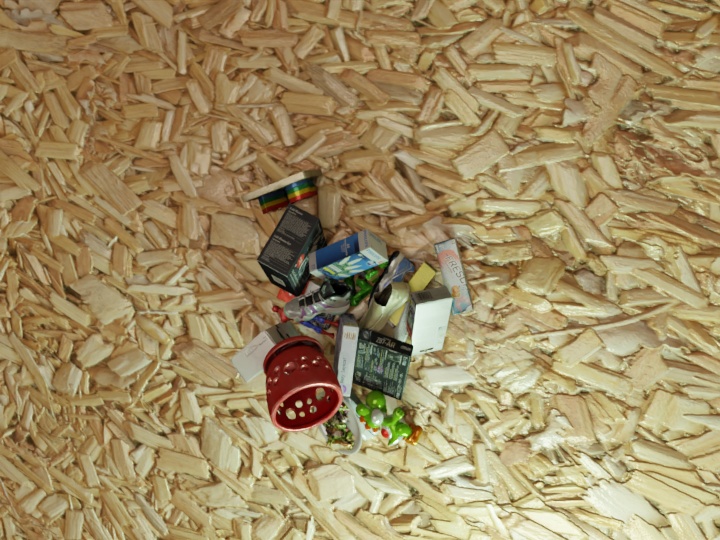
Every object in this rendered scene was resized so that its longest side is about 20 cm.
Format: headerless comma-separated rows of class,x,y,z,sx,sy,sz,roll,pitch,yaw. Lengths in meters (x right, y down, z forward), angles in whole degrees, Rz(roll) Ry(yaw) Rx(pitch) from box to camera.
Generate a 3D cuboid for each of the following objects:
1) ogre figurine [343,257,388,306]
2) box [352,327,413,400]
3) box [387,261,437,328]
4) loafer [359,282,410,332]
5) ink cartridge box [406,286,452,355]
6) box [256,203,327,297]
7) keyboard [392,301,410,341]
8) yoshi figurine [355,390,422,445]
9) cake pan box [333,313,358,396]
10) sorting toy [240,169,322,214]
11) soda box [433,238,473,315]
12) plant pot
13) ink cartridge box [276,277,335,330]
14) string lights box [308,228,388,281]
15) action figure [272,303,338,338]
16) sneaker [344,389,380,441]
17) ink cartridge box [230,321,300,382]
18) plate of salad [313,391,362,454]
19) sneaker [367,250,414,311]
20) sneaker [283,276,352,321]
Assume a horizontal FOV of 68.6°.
ogre figurine,0.000,0.000,1.520,0.096,0.203,0.122,-18,59,-25
box,0.060,0.270,1.502,0.155,0.044,0.204,17,132,12
box,0.142,0.069,1.512,0.050,0.075,0.202,38,102,8
loafer,0.055,0.099,1.468,0.067,0.077,0.201,26,116,-32
ink cartridge box,0.186,0.143,1.467,0.105,0.051,0.205,-9,132,-14
box,-0.186,-0.051,1.488,0.102,0.201,0.186,25,74,10
keyboard,0.121,0.173,1.508,0.011,0.055,0.205,47,126,45
yoshi figurine,0.084,0.415,1.521,0.196,0.113,0.114,29,115,-5
cake pan box,-0.047,0.238,1.508,0.050,0.184,0.208,7,94,-4
sorting toy,-0.212,-0.220,1.515,0.194,0.199,0.072,-19,98,13
soda box,0.263,0.015,1.481,0.062,0.068,0.207,-15,89,16
plant pot,-0.163,0.290,1.395,0.199,0.200,0.185,-39,48,12
ink cartridge box,-0.160,0.083,1.594,0.196,0.050,0.112,27,99,9
string lights box,-0.034,-0.036,1.425,0.195,0.102,0.061,-21,60,27
action figure,-0.166,0.135,1.548,0.194,0.099,0.067,20,97,-11
sneaker,-0.026,0.421,1.571,0.070,0.073,0.201,-40,84,9
ink cartridge box,-0.272,0.232,1.551,0.145,0.200,0.085,-40,86,12
plate of salad,-0.074,0.455,1.560,0.196,0.047,0.207,19,118,38
sneaker,0.083,0.047,1.523,0.075,0.076,0.203,28,111,-7
sneaker,-0.115,0.067,1.458,0.194,0.142,0.079,-10,57,-20
